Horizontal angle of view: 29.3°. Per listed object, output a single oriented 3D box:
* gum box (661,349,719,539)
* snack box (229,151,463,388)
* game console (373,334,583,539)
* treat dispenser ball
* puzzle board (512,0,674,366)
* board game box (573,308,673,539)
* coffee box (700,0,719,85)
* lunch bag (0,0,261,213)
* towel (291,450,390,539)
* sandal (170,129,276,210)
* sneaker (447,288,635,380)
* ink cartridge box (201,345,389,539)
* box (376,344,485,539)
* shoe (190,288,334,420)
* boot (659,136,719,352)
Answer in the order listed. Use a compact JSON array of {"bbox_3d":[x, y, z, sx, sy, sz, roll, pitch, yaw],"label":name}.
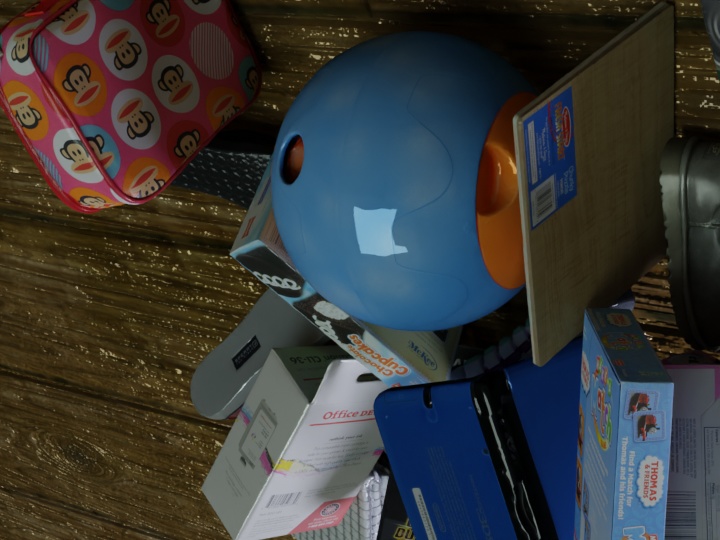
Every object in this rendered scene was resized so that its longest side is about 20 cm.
[{"bbox_3d":[0.221,0.152,0.913,0.066,0.201,0.113,0,175,8],"label":"gum box"},{"bbox_3d":[0.000,0.000,1.042,0.037,0.116,0.200,-25,124,41],"label":"snack box"},{"bbox_3d":[0.129,0.157,1.022,0.170,0.118,0.201,-12,99,44],"label":"game console"},{"bbox_3d":[0.038,-0.060,0.931,0.200,0.201,0.201,22,139,21],"label":"treat dispenser ball"},{"bbox_3d":[0.152,-0.053,0.889,0.017,0.151,0.201,28,143,38],"label":"puzzle board"},{"bbox_3d":[0.163,0.141,0.874,0.036,0.151,0.201,0,105,2],"label":"board game box"},{"bbox_3d":[0.299,-0.128,0.776,0.199,0.044,0.123,5,131,37],"label":"coffee box"},{"bbox_3d":[-0.174,-0.158,1.009,0.082,0.200,0.177,-8,120,42],"label":"lunch bag"},{"bbox_3d":[-0.014,0.197,1.306,0.165,0.085,0.201,35,142,38],"label":"towel"},{"bbox_3d":[-0.094,-0.089,1.127,0.200,0.048,0.076,20,141,11],"label":"sandal"},{"bbox_3d":[0.139,0.086,1.053,0.200,0.074,0.088,-35,72,32],"label":"sneaker"},{"bbox_3d":[-0.036,0.126,1.133,0.068,0.116,0.200,51,125,35],"label":"ink cartridge box"},{"bbox_3d":[0.120,0.167,1.107,0.199,0.200,0.050,9,175,30],"label":"box"},{"bbox_3d":[-0.054,0.065,1.189,0.200,0.091,0.072,-41,57,29],"label":"shoe"},{"bbox_3d":[0.300,-0.012,0.885,0.199,0.073,0.182,4,132,28],"label":"boot"}]
